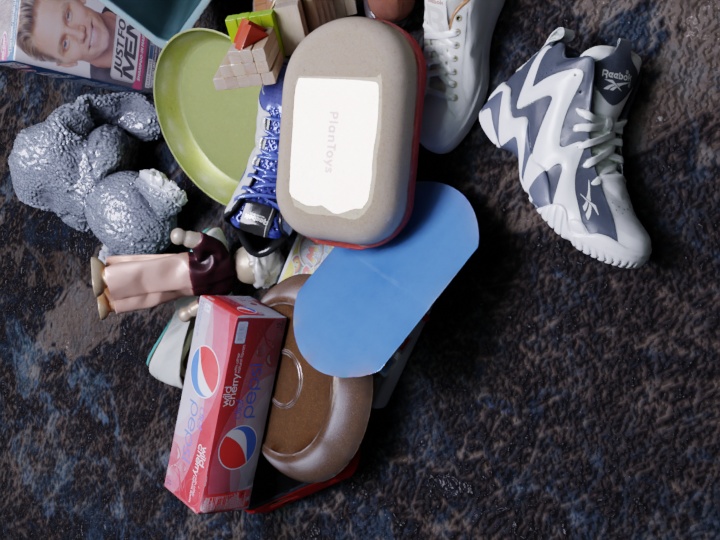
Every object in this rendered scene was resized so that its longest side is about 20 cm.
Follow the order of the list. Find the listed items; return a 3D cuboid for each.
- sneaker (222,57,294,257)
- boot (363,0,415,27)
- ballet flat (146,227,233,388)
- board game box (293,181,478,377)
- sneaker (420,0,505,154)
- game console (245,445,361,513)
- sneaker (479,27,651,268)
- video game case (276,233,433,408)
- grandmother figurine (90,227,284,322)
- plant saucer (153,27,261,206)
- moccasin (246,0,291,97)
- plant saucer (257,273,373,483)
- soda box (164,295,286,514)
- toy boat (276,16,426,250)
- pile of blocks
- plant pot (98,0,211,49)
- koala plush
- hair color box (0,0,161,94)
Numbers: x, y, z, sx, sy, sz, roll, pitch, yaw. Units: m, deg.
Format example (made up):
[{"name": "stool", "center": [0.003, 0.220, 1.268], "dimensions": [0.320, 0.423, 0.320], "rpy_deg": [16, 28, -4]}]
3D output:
[{"name": "sneaker", "center": [-0.077, -0.091, 0.949], "dimensions": [0.079, 0.116, 0.202], "rpy_deg": [16, 122, 0]}, {"name": "boot", "center": [0.018, -0.329, 0.870], "dimensions": [0.200, 0.067, 0.192], "rpy_deg": [123, 142, -80]}, {"name": "ballet flat", "center": [-0.178, 0.048, 1.107], "dimensions": [0.069, 0.069, 0.202], "rpy_deg": [43, 118, 34]}, {"name": "board game box", "center": [0.027, 0.013, 0.884], "dimensions": [0.201, 0.039, 0.158], "rpy_deg": [-51, 38, -5]}, {"name": "sneaker", "center": [0.075, -0.207, 0.879], "dimensions": [0.072, 0.084, 0.203], "rpy_deg": [22, 103, 38]}, {"name": "game console", "center": [-0.084, 0.146, 1.022], "dimensions": [0.199, 0.031, 0.180], "rpy_deg": [-32, 65, 41]}, {"name": "sneaker", "center": [0.186, -0.109, 0.775], "dimensions": [0.130, 0.078, 0.201], "rpy_deg": [-56, 44, 34]}, {"name": "video game case", "center": [0.000, 0.000, 0.972], "dimensions": [0.181, 0.023, 0.202], "rpy_deg": [37, 112, 37]}, {"name": "grandmother figurine", "center": [-0.176, 0.001, 1.030], "dimensions": [0.122, 0.196, 0.061], "rpy_deg": [96, 163, -53]}, {"name": "plant saucer", "center": [-0.139, -0.162, 1.053], "dimensions": [0.198, 0.031, 0.203], "rpy_deg": [22, 129, 29]}, {"name": "moccasin", "center": [-0.073, -0.275, 1.020], "dimensions": [0.077, 0.073, 0.205], "rpy_deg": [19, 100, 38]}, {"name": "plant saucer", "center": [-0.065, 0.105, 0.960], "dimensions": [0.198, 0.032, 0.204], "rpy_deg": [-2, 87, 46]}, {"name": "soda box", "center": [-0.133, 0.130, 0.964], "dimensions": [0.070, 0.063, 0.204], "rpy_deg": [23, 105, 45]}, {"name": "toy boat", "center": [0.004, -0.124, 0.899], "dimensions": [0.128, 0.130, 0.204], "rpy_deg": [9, 99, 24]}, {"name": "pile of blocks", "center": [-0.074, -0.243, 0.924], "dimensions": [0.081, 0.200, 0.063], "rpy_deg": [12, 133, 32]}, {"name": "plant pot", "center": [-0.210, -0.403, 1.063], "dimensions": [0.196, 0.195, 0.201], "rpy_deg": [-43, 23, 31]}, {"name": "koala plush", "center": [-0.288, -0.086, 1.150], "dimensions": [0.200, 0.183, 0.178], "rpy_deg": [45, 117, 20]}, {"name": "hair color box", "center": [-0.328, -0.274, 1.162], "dimensions": [0.060, 0.198, 0.102], "rpy_deg": [8, 93, 40]}]
